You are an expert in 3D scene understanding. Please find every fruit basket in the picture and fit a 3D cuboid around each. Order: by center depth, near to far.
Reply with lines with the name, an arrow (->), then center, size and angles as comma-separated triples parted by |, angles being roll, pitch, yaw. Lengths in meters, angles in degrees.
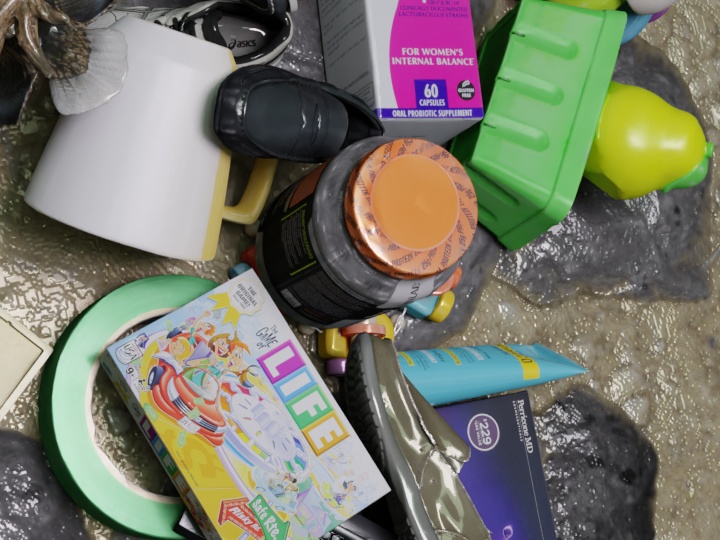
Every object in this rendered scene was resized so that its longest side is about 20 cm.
fruit basket -> 0.192, -0.117, 1.321 | 0.213, 0.155, 0.218 | 4, 77, -17

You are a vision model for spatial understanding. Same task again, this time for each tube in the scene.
tube -> 0.089, 0.086, 1.277 | 0.198, 0.077, 0.051 | -6, 113, -30

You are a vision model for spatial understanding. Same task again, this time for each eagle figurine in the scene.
eagle figurine -> -0.247, -0.179, 1.090 | 0.150, 0.200, 0.153 | -5, 92, -12

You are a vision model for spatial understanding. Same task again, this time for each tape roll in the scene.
tape roll -> -0.147, 0.106, 1.184 | 0.198, 0.048, 0.203 | 5, 79, -24

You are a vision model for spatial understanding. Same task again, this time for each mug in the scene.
mug -> -0.153, -0.104, 1.155 | 0.148, 0.186, 0.155 | 19, 96, 12

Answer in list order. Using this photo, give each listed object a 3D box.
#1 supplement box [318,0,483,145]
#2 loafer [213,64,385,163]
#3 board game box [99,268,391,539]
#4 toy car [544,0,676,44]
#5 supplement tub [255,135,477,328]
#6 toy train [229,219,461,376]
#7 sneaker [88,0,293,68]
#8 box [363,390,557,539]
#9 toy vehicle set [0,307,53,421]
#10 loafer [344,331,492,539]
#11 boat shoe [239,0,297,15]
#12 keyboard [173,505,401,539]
supplement box -> 0.029, -0.212, 1.296 | 0.100, 0.103, 0.203 | -3, 80, -24
loafer -> -0.043, -0.115, 1.144 | 0.200, 0.070, 0.069 | -4, 104, -66
board game box -> -0.086, 0.116, 1.143 | 0.134, 0.034, 0.201 | -29, 81, -27
toy car -> 0.238, -0.292, 1.393 | 0.201, 0.174, 0.150 | -64, 143, -21
supplement tub -> 0.004, -0.028, 1.139 | 0.121, 0.200, 0.124 | 3, 80, -20
toy train -> 0.000, 0.000, 1.268 | 0.199, 0.056, 0.152 | -25, 91, -26
sneaker -> -0.147, -0.186, 1.218 | 0.198, 0.088, 0.077 | -13, 88, -25
box -> 0.083, 0.211, 1.256 | 0.140, 0.079, 0.202 | -8, 84, -28
toy vehicle set -> -0.332, 0.099, 1.112 | 0.124, 0.026, 0.201 | 40, 67, -13
loafer -> 0.044, 0.139, 1.174 | 0.069, 0.075, 0.202 | -19, 87, -17
boat shoe -> -0.123, -0.254, 1.213 | 0.060, 0.076, 0.200 | -32, 50, -18
keyboard -> -0.041, 0.219, 1.151 | 0.199, 0.040, 0.105 | 29, 75, -10
